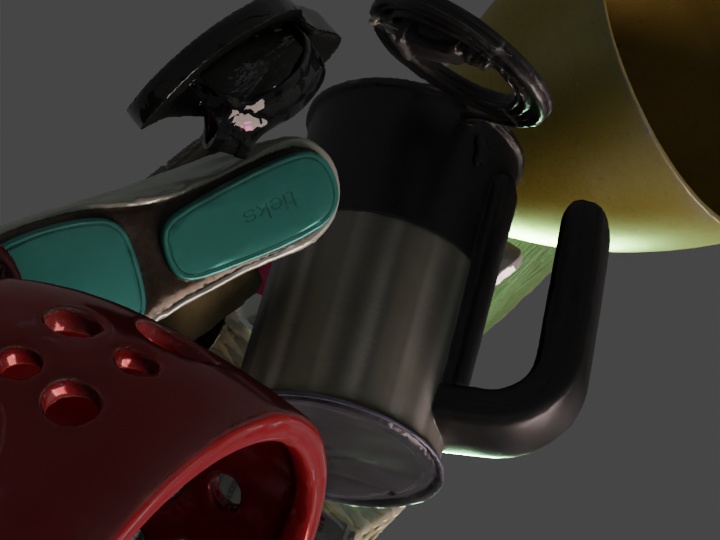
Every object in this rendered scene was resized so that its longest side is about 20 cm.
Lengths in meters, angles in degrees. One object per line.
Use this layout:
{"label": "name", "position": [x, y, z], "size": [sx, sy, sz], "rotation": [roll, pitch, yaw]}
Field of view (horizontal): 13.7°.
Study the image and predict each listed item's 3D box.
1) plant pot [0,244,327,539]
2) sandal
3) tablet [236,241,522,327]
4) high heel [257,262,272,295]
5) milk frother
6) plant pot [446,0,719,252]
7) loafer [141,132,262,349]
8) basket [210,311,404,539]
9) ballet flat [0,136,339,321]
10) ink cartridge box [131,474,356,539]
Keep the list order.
{"label": "plant pot", "position": [-0.139, 0.094, 1.134], "size": [0.200, 0.182, 0.201], "rotation": [-43, 152, -29]}
{"label": "sandal", "position": [-0.041, -0.081, 1.282], "size": [0.075, 0.048, 0.200], "rotation": [-42, 174, 15]}
{"label": "tablet", "position": [0.000, 0.000, 1.698], "size": [0.130, 0.014, 0.200], "rotation": [-38, -150, -9]}
{"label": "high heel", "position": [-0.008, -0.056, 1.676], "size": [0.067, 0.096, 0.200], "rotation": [-9, -143, 35]}
{"label": "milk frother", "position": [0.015, -0.013, 1.459], "size": [0.200, 0.180, 0.189], "rotation": [51, 46, -47]}
{"label": "plant pot", "position": [0.127, -0.090, 1.672], "size": [0.142, 0.201, 0.200], "rotation": [-23, -177, 29]}
{"label": "loafer", "position": [-0.080, -0.009, 1.442], "size": [0.076, 0.067, 0.200], "rotation": [-39, 173, -14]}
{"label": "basket", "position": [-0.108, 0.134, 1.659], "size": [0.161, 0.200, 0.198], "rotation": [-45, 173, 19]}
{"label": "ballet flat", "position": [-0.103, -0.009, 1.304], "size": [0.200, 0.070, 0.069], "rotation": [-22, 166, -23]}
{"label": "ink cartridge box", "position": [-0.110, 0.126, 1.435], "size": [0.083, 0.200, 0.147], "rotation": [-62, 180, 9]}
